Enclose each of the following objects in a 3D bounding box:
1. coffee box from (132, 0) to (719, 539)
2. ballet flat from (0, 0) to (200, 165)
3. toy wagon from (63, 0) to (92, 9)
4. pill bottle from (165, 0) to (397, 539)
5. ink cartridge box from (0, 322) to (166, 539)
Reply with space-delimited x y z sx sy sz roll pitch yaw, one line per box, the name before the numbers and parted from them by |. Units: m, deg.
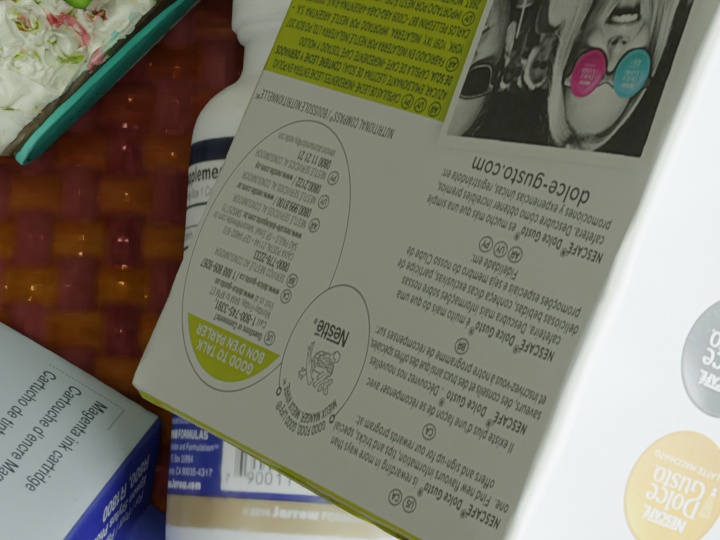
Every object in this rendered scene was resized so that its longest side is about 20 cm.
coffee box | 0.093 -0.002 0.811 0.200 0.200 0.198 23 89 -32
ballet flat | -0.065 -0.118 0.987 0.200 0.076 0.064 -41 87 -3
toy wagon | -0.081 -0.182 0.896 0.155 0.040 0.200 -48 118 -5
pill bottle | 0.000 0.000 0.958 0.116 0.116 0.200 4 85 1
ink cartridge box | -0.138 0.076 0.924 0.200 0.196 0.043 29 118 2
